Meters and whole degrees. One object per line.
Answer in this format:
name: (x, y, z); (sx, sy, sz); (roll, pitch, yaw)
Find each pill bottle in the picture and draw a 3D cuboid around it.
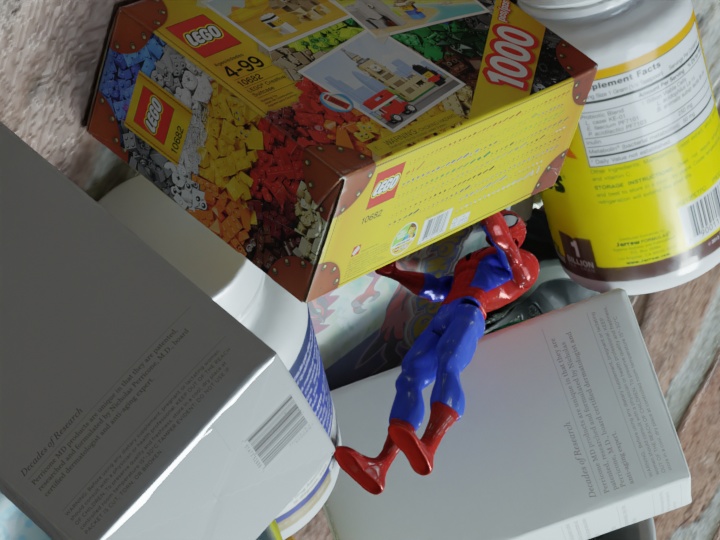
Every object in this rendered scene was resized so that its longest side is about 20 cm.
pill bottle: (-0.080, 0.045, 1.522); (0.120, 0.120, 0.200); (-42, 148, -21)
pill bottle: (0.142, -0.095, 1.679); (0.109, 0.109, 0.201); (-35, 122, -32)

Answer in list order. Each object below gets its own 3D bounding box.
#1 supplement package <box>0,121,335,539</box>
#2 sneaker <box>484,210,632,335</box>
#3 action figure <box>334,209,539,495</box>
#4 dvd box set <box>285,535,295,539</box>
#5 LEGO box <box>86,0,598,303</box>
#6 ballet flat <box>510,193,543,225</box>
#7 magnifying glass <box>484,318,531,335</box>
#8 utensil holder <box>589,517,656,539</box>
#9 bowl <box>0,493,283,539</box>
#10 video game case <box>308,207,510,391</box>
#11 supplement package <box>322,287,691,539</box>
supplement package: (-0.130, 0.043, 1.340); (0.120, 0.200, 0.121); (-47, 155, -9)
sneaker: (0.091, 0.027, 1.866); (0.199, 0.076, 0.115); (-10, 134, -52)
action figure: (0.034, 0.015, 1.606); (0.065, 0.099, 0.200); (-23, -157, 40)
dvd box set: (-0.030, 0.185, 1.684); (0.029, 0.200, 0.146); (-35, 164, -5)
LEGO box: (-0.007, -0.083, 1.450); (0.200, 0.149, 0.077); (-26, 145, -46)
ballet flat: (0.089, -0.057, 1.757); (0.200, 0.064, 0.076); (-29, 136, -42)
magnifying glass: (0.044, 0.079, 1.798); (0.199, 0.022, 0.080); (-14, 133, -5)
utensil holder: (0.112, 0.226, 2.059); (0.170, 0.170, 0.200); (-42, 156, -22)
bowl: (-0.127, 0.149, 1.471); (0.201, 0.200, 0.108); (-57, -177, 12)
video game case: (0.000, 0.000, 1.667); (0.181, 0.023, 0.201); (-16, 141, -27)
supplement package: (0.076, 0.104, 1.705); (0.199, 0.118, 0.117); (-20, 168, 2)
